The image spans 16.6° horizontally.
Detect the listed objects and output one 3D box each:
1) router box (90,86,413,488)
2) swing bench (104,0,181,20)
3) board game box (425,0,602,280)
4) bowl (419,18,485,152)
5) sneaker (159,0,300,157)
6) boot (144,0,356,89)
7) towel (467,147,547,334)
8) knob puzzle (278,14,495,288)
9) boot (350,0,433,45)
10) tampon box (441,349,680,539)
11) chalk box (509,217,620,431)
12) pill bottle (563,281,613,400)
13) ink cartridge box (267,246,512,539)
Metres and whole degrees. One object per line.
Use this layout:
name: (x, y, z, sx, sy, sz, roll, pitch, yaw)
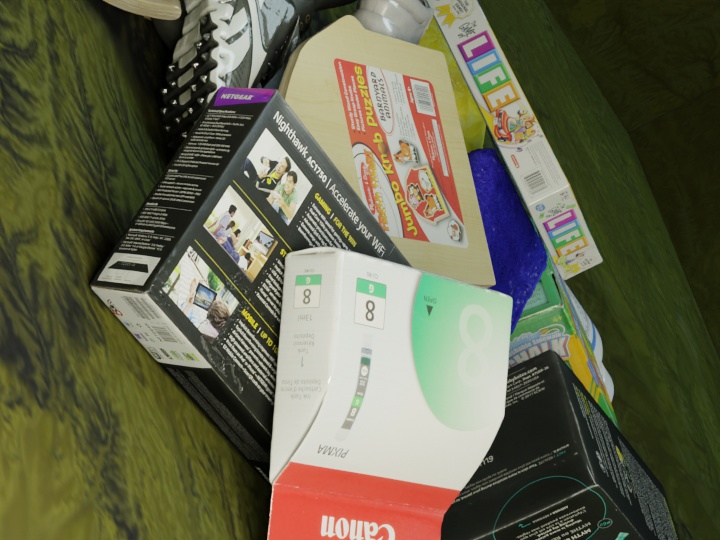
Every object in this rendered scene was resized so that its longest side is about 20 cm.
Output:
router box: (-0.049, 0.015, 1.412, 0.200, 0.051, 0.149, 53, 58, -37)
swing bench: (-0.151, -0.310, 1.631, 0.130, 0.200, 0.199, 15, 36, -25)
board game box: (0.112, -0.106, 1.805, 0.200, 0.034, 0.134, 66, 4, 27)
bowl: (0.010, -0.132, 1.984, 0.108, 0.200, 0.200, 1, 50, -26)
sneaker: (-0.079, -0.148, 1.648, 0.090, 0.066, 0.200, 20, 57, -29)
boot: (-0.055, -0.157, 1.756, 0.200, 0.077, 0.138, -14, 72, -35)
towel: (0.075, 0.028, 1.795, 0.200, 0.050, 0.148, -65, 152, -25)
knob puzzle: (0.003, -0.075, 1.640, 0.220, 0.030, 0.220, 29, 50, -41)
boot: (0.027, -0.155, 1.795, 0.074, 0.096, 0.200, 25, -2, 11)
tampon box: (0.128, 0.181, 1.749, 0.200, 0.150, 0.126, 50, 19, -45)
chalk box: (0.111, 0.051, 1.967, 0.124, 0.125, 0.200, -103, 168, -52)
pill bottle: (0.147, 0.059, 2.182, 0.200, 0.112, 0.112, 53, 15, -38)
ink cartridge box: (0.017, 0.098, 1.404, 0.161, 0.050, 0.200, 15, 74, -49)
